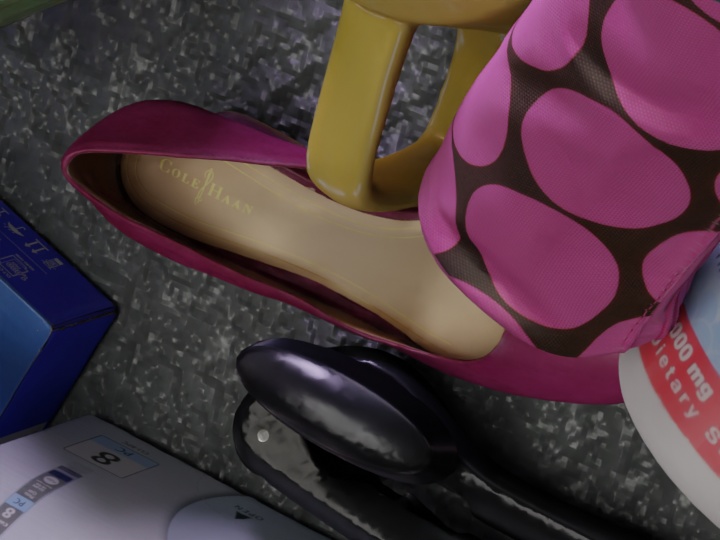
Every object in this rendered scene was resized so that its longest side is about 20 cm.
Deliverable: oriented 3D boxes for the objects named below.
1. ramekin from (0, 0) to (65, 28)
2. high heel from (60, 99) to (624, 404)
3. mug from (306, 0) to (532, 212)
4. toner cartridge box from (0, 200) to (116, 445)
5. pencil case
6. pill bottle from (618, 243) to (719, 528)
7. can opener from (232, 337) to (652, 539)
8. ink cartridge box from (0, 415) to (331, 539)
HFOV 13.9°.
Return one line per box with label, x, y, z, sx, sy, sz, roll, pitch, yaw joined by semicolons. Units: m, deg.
ramekin;-0.127;-0.173;0.941;0.200;0.097;0.200;56;158;37
high heel;0.000;0.000;0.951;0.200;0.096;0.068;21;107;24
mug;0.048;-0.117;0.872;0.149;0.153;0.187;-7;96;29
toner cartridge box;-0.190;-0.011;1.086;0.200;0.043;0.095;41;116;17
pencil case;0.084;-0.049;0.784;0.094;0.091;0.200;42;149;6
pill bottle;0.174;-0.009;0.846;0.109;0.109;0.200;48;118;13
can opener;0.042;0.088;0.966;0.200;0.079;0.063;33;105;10
ink cartridge box;-0.083;0.114;0.958;0.160;0.200;0.047;26;108;22
